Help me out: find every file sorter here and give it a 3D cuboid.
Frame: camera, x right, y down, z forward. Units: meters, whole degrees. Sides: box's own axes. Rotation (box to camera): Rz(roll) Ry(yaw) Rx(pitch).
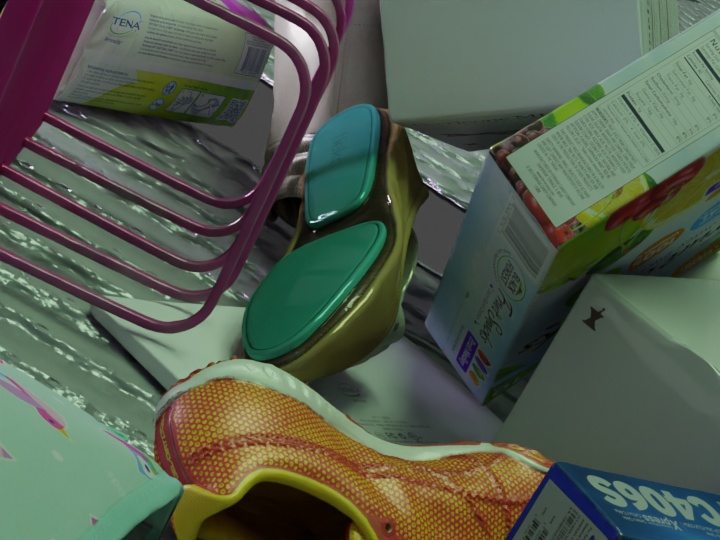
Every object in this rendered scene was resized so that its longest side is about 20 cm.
[{"bbox_3d":[-0.083,-0.076,1.017,0.125,0.140,0.200,25,18,-4],"label":"file sorter"}]

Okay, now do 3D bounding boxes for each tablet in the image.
[{"bbox_3d":[-0.011,0.052,1.015,0.130,0.014,0.199,42,20,31],"label":"tablet"}]

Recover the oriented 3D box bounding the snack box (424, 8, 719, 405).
[{"bbox_3d":[0.107,-0.028,1.011,0.053,0.142,0.200,56,-16,13],"label":"snack box"}]

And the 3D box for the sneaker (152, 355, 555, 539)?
[{"bbox_3d":[0.011,0.096,0.871,0.199,0.073,0.078,17,44,-29],"label":"sneaker"}]

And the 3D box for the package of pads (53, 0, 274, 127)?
[{"bbox_3d":[-0.157,-0.156,1.247,0.200,0.068,0.154,40,19,28],"label":"package of pads"}]

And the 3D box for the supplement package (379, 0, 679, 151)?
[{"bbox_3d":[0.082,-0.122,1.123,0.116,0.118,0.200,-4,-2,13],"label":"supplement package"}]

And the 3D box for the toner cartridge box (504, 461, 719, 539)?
[{"bbox_3d":[0.123,0.132,0.884,0.199,0.095,0.043,14,25,-42],"label":"toner cartridge box"}]

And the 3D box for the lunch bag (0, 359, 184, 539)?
[{"bbox_3d":[-0.144,0.059,0.596,0.170,0.122,0.200,31,23,4],"label":"lunch bag"}]

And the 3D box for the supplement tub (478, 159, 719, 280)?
[{"bbox_3d":[0.150,0.002,1.223,0.131,0.133,0.200,21,20,-29],"label":"supplement tub"}]

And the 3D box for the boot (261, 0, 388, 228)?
[{"bbox_3d":[-0.015,-0.094,1.208,0.071,0.156,0.200,4,-4,-3],"label":"boot"}]

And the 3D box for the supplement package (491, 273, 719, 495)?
[{"bbox_3d":[0.156,0.084,1.023,0.121,0.120,0.199,40,20,29],"label":"supplement package"}]

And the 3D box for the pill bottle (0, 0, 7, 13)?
[{"bbox_3d":[-0.182,-0.144,0.950,0.115,0.201,0.116,27,17,-9],"label":"pill bottle"}]

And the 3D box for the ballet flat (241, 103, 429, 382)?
[{"bbox_3d":[0.000,0.000,1.025,0.063,0.068,0.201,58,26,-25],"label":"ballet flat"}]
